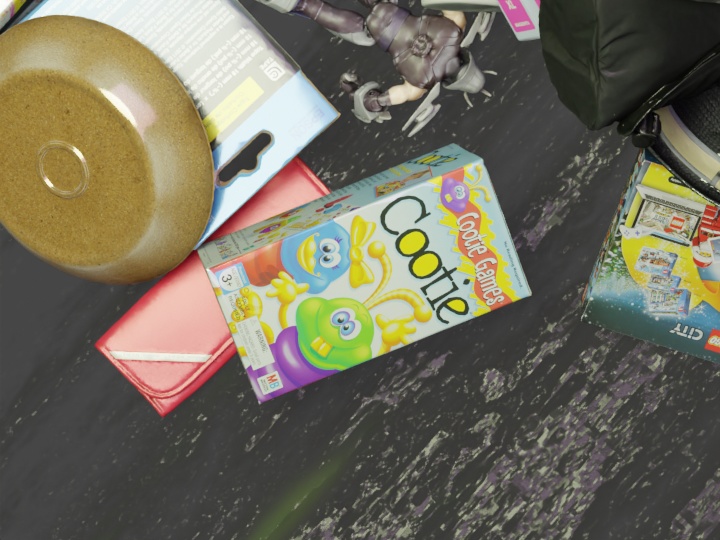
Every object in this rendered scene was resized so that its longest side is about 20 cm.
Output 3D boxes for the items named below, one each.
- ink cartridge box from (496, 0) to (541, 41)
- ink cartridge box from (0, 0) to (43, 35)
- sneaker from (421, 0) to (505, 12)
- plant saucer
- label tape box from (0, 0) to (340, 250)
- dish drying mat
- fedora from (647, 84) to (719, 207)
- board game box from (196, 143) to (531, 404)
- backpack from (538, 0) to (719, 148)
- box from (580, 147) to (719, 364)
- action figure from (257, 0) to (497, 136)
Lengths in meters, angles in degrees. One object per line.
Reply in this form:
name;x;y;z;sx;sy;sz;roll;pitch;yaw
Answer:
ink cartridge box;0.106;-0.266;1.308;0.119;0.042;0.200;-38;104;-21
ink cartridge box;-0.296;-0.222;1.393;0.148;0.086;0.200;44;91;-1
sneaker;0.131;-0.227;1.375;0.200;0.071;0.099;-1;93;-32
plant saucer;-0.196;-0.075;1.369;0.200;0.035;0.200;11;118;21
label tape box;-0.132;-0.134;1.407;0.144;0.063;0.200;-42;92;1
dish drying mat;-0.094;0.012;1.434;0.200;0.018;0.077;-43;91;0
fedora;0.285;-0.117;1.353;0.200;0.201;0.092;17;133;-1
board game box;0.000;0.000;1.379;0.200;0.105;0.103;-22;102;-4
backpack;0.212;-0.192;1.262;0.200;0.167;0.127;-25;55;-15
box;0.270;0.001;1.400;0.200;0.038;0.137;17;121;-1
action figure;0.010;-0.180;1.410;0.200;0.069;0.130;32;83;-6
